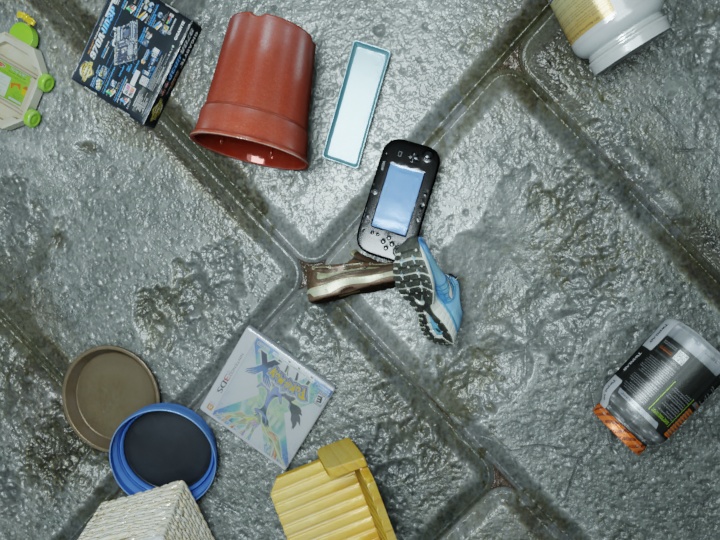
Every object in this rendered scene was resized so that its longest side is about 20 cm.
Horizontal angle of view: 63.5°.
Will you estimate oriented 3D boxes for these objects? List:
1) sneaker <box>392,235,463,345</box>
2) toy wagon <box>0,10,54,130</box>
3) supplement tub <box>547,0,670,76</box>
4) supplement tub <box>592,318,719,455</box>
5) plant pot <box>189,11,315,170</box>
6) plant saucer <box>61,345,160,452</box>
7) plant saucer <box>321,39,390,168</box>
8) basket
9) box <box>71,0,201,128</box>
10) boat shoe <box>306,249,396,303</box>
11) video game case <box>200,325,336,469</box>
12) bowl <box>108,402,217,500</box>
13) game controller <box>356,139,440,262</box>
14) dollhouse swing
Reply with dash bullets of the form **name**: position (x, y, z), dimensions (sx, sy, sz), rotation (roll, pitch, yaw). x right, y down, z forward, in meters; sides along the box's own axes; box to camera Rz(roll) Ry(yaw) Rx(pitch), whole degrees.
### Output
- **sneaker**: position (0.119, 0.025, 0.972), dimensions (0.077, 0.090, 0.203), rotation (3, 129, 41)
- **toy wagon**: position (-0.630, -0.363, 1.056), dimensions (0.152, 0.040, 0.204), rotation (28, 97, 3)
- **supplement tub**: position (0.368, -0.421, 0.888), dimensions (0.142, 0.144, 0.204), rotation (-28, 92, 8)
- **supplement tub**: position (0.480, 0.190, 0.943), dimensions (0.122, 0.123, 0.201), rotation (41, 98, 1)
- **plant pot**: position (-0.161, -0.288, 0.944), dimensions (0.194, 0.201, 0.202), rotation (11, 88, 5)
- **plant saucer**: position (-0.466, 0.240, 1.098), dimensions (0.193, 0.029, 0.207), rotation (1, 96, 5)
- **plant saucer**: position (-0.007, -0.285, 1.005), dimensions (0.068, 0.019, 0.206), rotation (17, 96, 4)
- **basket**: position (-0.376, 0.511, 1.022), dimensions (0.192, 0.162, 0.205), rotation (-16, 113, 7)
- **box**: position (-0.393, -0.382, 1.024), dimensions (0.156, 0.046, 0.204), rotation (30, 98, 3)
- **boat shoe**: position (-0.001, -0.001, 1.005), dimensions (0.196, 0.075, 0.077), rotation (-12, 77, 0)
- **video game case**: position (-0.171, 0.233, 1.068), dimensions (0.197, 0.022, 0.185), rotation (33, 98, 2)
- **bowl**: position (-0.358, 0.339, 1.072), dimensions (0.194, 0.039, 0.207), rotation (0, 105, -1)
- **game controller**: position (0.064, -0.119, 0.984), dimensions (0.101, 0.042, 0.206), rotation (17, 84, 2)
- **dollhouse swing**: position (-0.050, 0.431, 1.008), dimensions (0.172, 0.181, 0.205), rotation (-21, 94, -13)
